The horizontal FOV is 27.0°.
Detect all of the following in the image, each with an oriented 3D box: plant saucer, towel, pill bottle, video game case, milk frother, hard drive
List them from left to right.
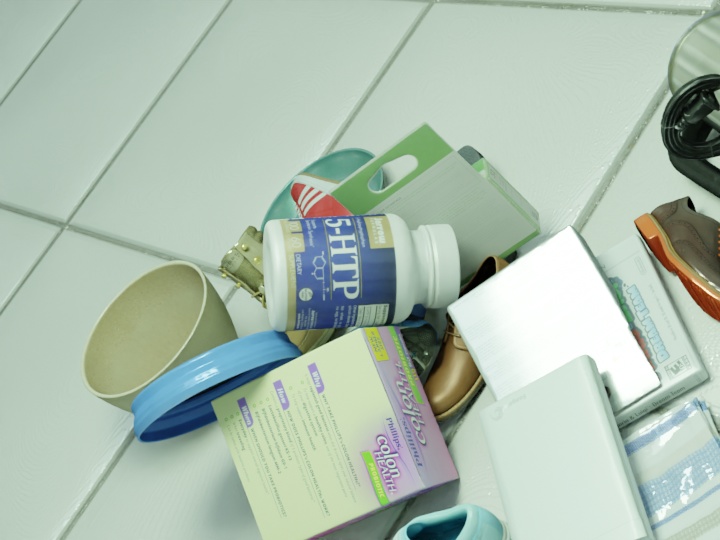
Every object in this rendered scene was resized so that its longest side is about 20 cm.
[{"bbox_3d":[-0.044,-0.071,1.957,0.199,0.036,0.200,-26,39,24],"label":"plant saucer"},{"bbox_3d":[0.000,0.000,1.602,0.199,0.120,0.120,-4,39,-9],"label":"pill bottle"},{"bbox_3d":[0.192,0.194,1.427,0.132,0.026,0.201,-32,50,23],"label":"hard drive"},{"bbox_3d":[0.241,0.078,1.538,0.182,0.024,0.200,-32,43,16],"label":"video game case"},{"bbox_3d":[0.284,0.220,1.373,0.147,0.024,0.200,-34,38,15],"label":"towel"},{"bbox_3d":[0.371,-0.185,1.535,0.181,0.200,0.188,-46,36,5],"label":"milk frother"}]

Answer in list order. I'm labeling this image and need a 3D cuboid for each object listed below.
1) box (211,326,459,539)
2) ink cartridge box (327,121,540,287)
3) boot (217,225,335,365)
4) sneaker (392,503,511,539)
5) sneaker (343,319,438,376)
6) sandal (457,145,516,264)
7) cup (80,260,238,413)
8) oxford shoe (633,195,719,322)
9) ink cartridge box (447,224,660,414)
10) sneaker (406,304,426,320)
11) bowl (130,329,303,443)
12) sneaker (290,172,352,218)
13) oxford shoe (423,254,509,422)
[{"bbox_3d":[-0.028,0.178,1.580,0.200,0.097,0.177,-27,78,24],"label":"box"},{"bbox_3d":[0.082,-0.074,1.653,0.145,0.200,0.048,-35,29,25],"label":"ink cartridge box"},{"bbox_3d":[-0.102,0.034,1.768,0.073,0.155,0.200,-46,12,28],"label":"boot"},{"bbox_3d":[0.049,0.281,1.489,0.200,0.082,0.074,-31,37,18],"label":"sneaker"},{"bbox_3d":[0.021,0.080,1.692,0.200,0.078,0.090,-21,29,53],"label":"sneaker"},{"bbox_3d":[0.138,-0.063,1.779,0.076,0.043,0.201,-35,47,25],"label":"sandal"},{"bbox_3d":[-0.226,0.110,1.866,0.200,0.143,0.201,-26,40,24],"label":"cup"},{"bbox_3d":[0.345,-0.016,1.505,0.072,0.071,0.200,-35,37,5],"label":"oxford shoe"},{"bbox_3d":[0.199,0.078,1.534,0.162,0.057,0.200,-34,65,15],"label":"ink cartridge box"},{"bbox_3d":[0.053,-0.022,1.766,0.082,0.074,0.200,-48,30,32],"label":"sneaker"},{"bbox_3d":[-0.158,0.125,1.629,0.200,0.200,0.039,-32,76,17],"label":"bowl"},{"bbox_3d":[-0.053,-0.054,1.860,0.113,0.071,0.200,-63,26,-5],"label":"sneaker"},{"bbox_3d":[0.111,0.072,1.644,0.071,0.071,0.200,9,63,45],"label":"oxford shoe"}]
